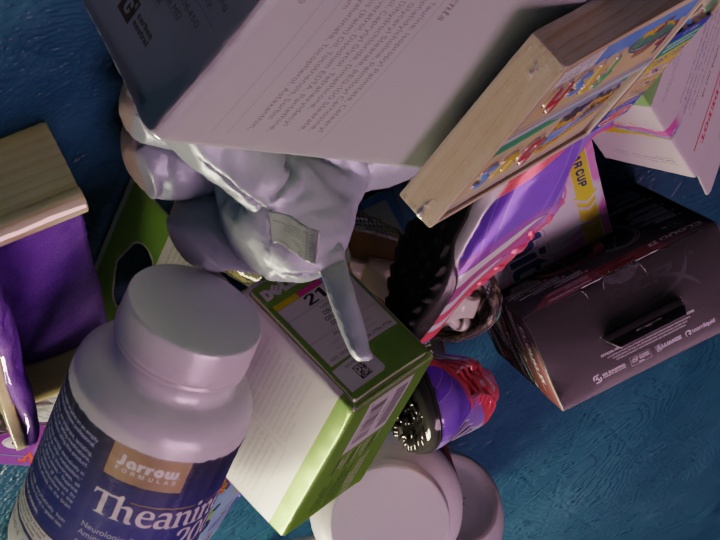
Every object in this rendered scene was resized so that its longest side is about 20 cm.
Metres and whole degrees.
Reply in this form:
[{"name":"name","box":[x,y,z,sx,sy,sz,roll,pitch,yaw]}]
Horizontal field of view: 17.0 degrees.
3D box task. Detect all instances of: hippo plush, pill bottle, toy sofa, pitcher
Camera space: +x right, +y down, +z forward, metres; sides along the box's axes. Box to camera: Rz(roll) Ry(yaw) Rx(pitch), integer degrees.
[{"name":"hippo plush","box":[-0.027,-0.083,1.337,0.161,0.200,0.160,-40,126,-21]},{"name":"pill bottle","box":[-0.129,0.099,1.415,0.111,0.111,0.201,-5,133,-39]},{"name":"toy sofa","box":[-0.189,0.015,1.396,0.082,0.098,0.200,-22,152,-11]},{"name":"pitcher","box":[0.016,0.220,1.953,0.171,0.122,0.200,2,155,-21]},{"name":"pill bottle","box":[0.017,0.163,1.747,0.112,0.113,0.200,-29,-174,2]}]

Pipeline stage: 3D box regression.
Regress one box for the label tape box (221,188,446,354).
[{"name":"label tape box","box":[-0.021,0.042,1.644,0.144,0.063,0.200,-25,153,-5]}]

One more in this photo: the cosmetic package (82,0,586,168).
[{"name":"cosmetic package","box":[-0.017,-0.168,1.164,0.199,0.168,0.166,4,138,-46]}]

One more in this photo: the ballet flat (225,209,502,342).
[{"name":"ballet flat","box":[0.000,0.000,1.505,0.199,0.072,0.072,14,138,-16]}]

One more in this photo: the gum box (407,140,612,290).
[{"name":"gum box","box":[0.090,-0.065,1.560,0.113,0.066,0.200,-27,153,-1]}]

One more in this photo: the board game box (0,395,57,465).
[{"name":"board game box","box":[-0.156,0.097,1.574,0.199,0.032,0.120,6,153,-26]}]

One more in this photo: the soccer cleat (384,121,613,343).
[{"name":"soccer cleat","box":[0.079,-0.028,1.422,0.073,0.068,0.200,11,125,-27]}]

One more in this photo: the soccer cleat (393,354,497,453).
[{"name":"soccer cleat","box":[0.056,0.079,1.556,0.073,0.069,0.200,-11,177,-2]}]

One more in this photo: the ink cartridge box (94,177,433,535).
[{"name":"ink cartridge box","box":[-0.069,0.039,1.474,0.076,0.200,0.148,-32,161,-39]}]

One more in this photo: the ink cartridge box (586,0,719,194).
[{"name":"ink cartridge box","box":[0.178,-0.134,1.463,0.200,0.067,0.118,43,63,-62]}]

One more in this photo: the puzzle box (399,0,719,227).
[{"name":"puzzle box","box":[0.115,-0.100,1.247,0.200,0.025,0.133,-31,166,-46]}]

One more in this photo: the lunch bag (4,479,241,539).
[{"name":"lunch bag","box":[-0.145,0.176,1.749,0.199,0.094,0.151,-16,150,-43]}]

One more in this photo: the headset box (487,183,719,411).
[{"name":"headset box","box":[0.169,0.017,1.651,0.148,0.075,0.200,-26,-166,-6]}]
